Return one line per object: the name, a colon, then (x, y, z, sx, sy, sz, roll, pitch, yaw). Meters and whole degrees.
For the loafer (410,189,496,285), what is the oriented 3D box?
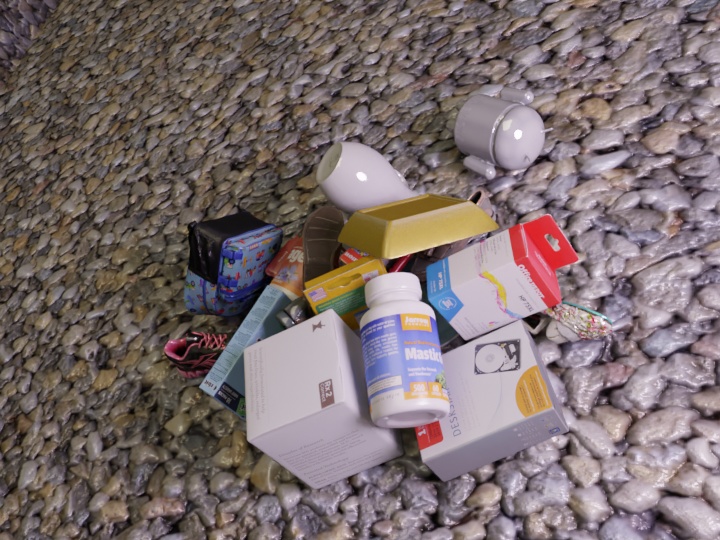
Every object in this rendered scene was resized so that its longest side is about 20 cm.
loafer: (0.150, -0.060, 1.292, 0.200, 0.063, 0.072, -42, 41, -22)

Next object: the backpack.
backpack: (-0.245, 0.004, 1.458, 0.133, 0.182, 0.202, 25, 114, 25)

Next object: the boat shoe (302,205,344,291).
boat shoe: (-0.070, -0.018, 1.314, 0.071, 0.068, 0.202, 9, 56, 1)

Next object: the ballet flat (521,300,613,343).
ballet flat: (0.282, 0.071, 1.133, 0.199, 0.075, 0.064, 26, 83, 53)

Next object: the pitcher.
pitcher: (0.019, -0.161, 1.394, 0.121, 0.199, 0.173, -46, 31, 26)

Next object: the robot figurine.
robot figurine: (0.246, -0.246, 1.364, 0.199, 0.112, 0.171, 28, 95, 44)

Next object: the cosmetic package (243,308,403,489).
cosmetic package: (-0.057, 0.200, 1.164, 0.163, 0.200, 0.166, -25, 46, 15)

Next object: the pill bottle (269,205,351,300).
pill bottle: (-0.074, -0.014, 1.403, 0.111, 0.112, 0.201, 18, 68, 41)

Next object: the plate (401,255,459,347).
plate: (0.112, 0.057, 1.285, 0.198, 0.026, 0.202, -18, 49, 21)

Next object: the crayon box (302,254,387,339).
crayon box: (-0.004, 0.053, 1.193, 0.124, 0.201, 0.052, -23, 46, 3)

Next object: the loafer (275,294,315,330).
loafer: (-0.070, 0.107, 1.249, 0.063, 0.200, 0.072, -45, 56, -8)

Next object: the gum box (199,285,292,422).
gum box: (-0.153, 0.156, 1.285, 0.044, 0.170, 0.201, 19, 69, 41)

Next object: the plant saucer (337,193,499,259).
plant saucer: (0.082, -0.078, 1.191, 0.198, 0.049, 0.200, -15, 16, -19)

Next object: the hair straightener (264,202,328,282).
hair straightener: (-0.112, -0.049, 1.480, 0.040, 0.077, 0.201, 20, 64, 23)

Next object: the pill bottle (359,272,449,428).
pill bottle: (0.058, 0.110, 1.078, 0.111, 0.112, 0.203, -17, 65, 22)

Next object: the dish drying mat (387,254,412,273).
dish drying mat: (0.060, 0.001, 1.307, 0.201, 0.018, 0.077, -51, 0, -10)

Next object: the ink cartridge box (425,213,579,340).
ink cartridge box: (0.207, 0.012, 1.098, 0.198, 0.116, 0.068, -25, 41, 25)

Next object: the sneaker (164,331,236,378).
sneaker: (-0.284, 0.146, 1.436, 0.198, 0.096, 0.080, -15, 48, 22)

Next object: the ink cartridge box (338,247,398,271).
ink cartridge box: (0.000, 0.000, 1.305, 0.050, 0.110, 0.200, 35, 61, 19)

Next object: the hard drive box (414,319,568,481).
hard drive box: (0.176, 0.188, 1.105, 0.198, 0.077, 0.157, -27, 46, 15)
